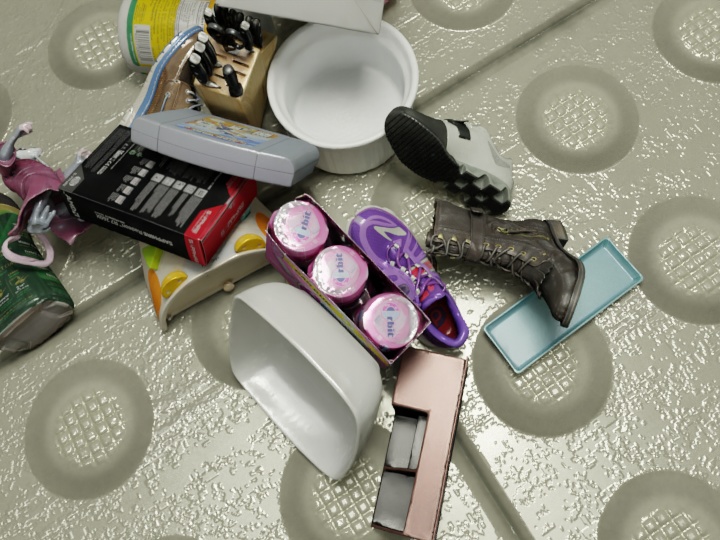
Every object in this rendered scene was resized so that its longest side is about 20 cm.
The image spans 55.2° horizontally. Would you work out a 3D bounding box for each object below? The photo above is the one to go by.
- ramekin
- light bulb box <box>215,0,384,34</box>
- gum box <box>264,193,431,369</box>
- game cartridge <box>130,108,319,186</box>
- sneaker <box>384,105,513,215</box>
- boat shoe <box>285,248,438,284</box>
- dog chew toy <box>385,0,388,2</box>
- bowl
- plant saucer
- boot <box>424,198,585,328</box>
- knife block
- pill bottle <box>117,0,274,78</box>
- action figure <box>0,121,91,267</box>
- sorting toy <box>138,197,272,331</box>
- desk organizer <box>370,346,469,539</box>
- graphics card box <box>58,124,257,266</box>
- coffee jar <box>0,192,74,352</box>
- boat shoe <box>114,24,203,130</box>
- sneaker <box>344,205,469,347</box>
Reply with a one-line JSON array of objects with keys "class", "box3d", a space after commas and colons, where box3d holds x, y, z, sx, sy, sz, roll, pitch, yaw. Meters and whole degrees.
[{"class": "ramekin", "box3d": [-0.019, -0.230, 0.923, 0.196, 0.098, 0.205, -2, 70, 5]}, {"class": "light bulb box", "box3d": [-0.063, -0.384, 0.840, 0.194, 0.127, 0.201, 8, 29, -6]}, {"class": "gum box", "box3d": [-0.024, 0.014, 0.761, 0.066, 0.114, 0.200, -43, 87, -14]}, {"class": "game cartridge", "box3d": [-0.156, -0.147, 0.805, 0.196, 0.133, 0.042, 16, 106, 6]}, {"class": "sneaker", "box3d": [0.115, -0.157, 0.870, 0.198, 0.074, 0.090, 32, 61, -24]}, {"class": "boat shoe", "box3d": [0.000, 0.000, 0.853, 0.195, 0.065, 0.075, -6, 68, 2]}, {"class": "dog chew toy", "box3d": [-0.038, -0.435, 0.993, 0.196, 0.125, 0.127, 11, 71, 1]}, {"class": "bowl", "box3d": [-0.055, 0.114, 0.758, 0.074, 0.201, 0.200, -36, 68, -30]}, {"class": "plant saucer", "box3d": [0.246, 0.042, 0.841, 0.198, 0.019, 0.070, -35, 71, -7]}, {"class": "boot", "box3d": [0.159, -0.014, 0.803, 0.170, 0.070, 0.201, 10, 32, -4]}, {"class": "knife block", "box3d": [-0.165, -0.229, 0.853, 0.063, 0.202, 0.177, 20, 39, 1]}, {"class": "pill bottle", "box3d": [-0.227, -0.328, 0.970, 0.195, 0.113, 0.115, 7, 70, 8]}, {"class": "action figure", "box3d": [-0.415, -0.103, 0.901, 0.198, 0.133, 0.151, 30, 92, 34]}, {"class": "sorting toy", "box3d": [-0.209, -0.058, 0.874, 0.197, 0.107, 0.182, -28, 68, -5]}, {"class": "desk organizer", "box3d": [0.066, 0.195, 0.774, 0.075, 0.072, 0.204, 10, 71, 11]}, {"class": "graphics card box", "box3d": [-0.236, -0.093, 0.813, 0.196, 0.051, 0.127, 19, 55, 13]}, {"class": "coffee jar", "box3d": [-0.457, -0.003, 0.886, 0.104, 0.085, 0.201, -38, 71, 3]}, {"class": "boat shoe", "box3d": [-0.247, -0.222, 0.907, 0.072, 0.072, 0.202, 35, 102, -3]}, {"class": "sneaker", "box3d": [0.063, 0.007, 0.796, 0.081, 0.083, 0.201, -43, 101, -9]}]
